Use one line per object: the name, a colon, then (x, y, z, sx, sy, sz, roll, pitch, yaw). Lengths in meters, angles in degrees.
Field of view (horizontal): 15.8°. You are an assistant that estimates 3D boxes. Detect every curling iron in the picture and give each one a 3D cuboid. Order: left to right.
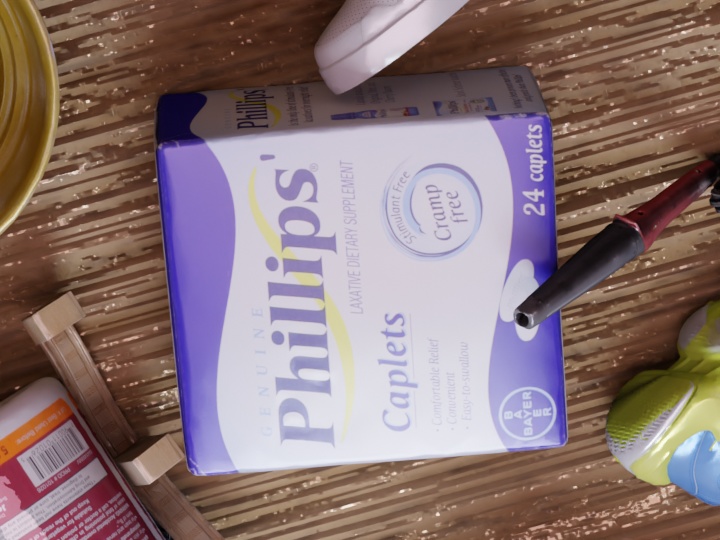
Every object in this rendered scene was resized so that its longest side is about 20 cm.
curling iron: (0.145, -0.021, 1.314, 0.200, 0.050, 0.026, -29, 105, -36)

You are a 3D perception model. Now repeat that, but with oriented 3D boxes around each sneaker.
sneaker: (0.027, -0.191, 1.293, 0.200, 0.074, 0.116, -44, 105, 1)
sneaker: (0.229, 0.050, 1.393, 0.200, 0.076, 0.105, -42, 119, 18)

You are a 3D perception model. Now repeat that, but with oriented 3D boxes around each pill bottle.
pill bottle: (-0.152, 0.165, 1.358, 0.109, 0.110, 0.200, -33, 93, 8)

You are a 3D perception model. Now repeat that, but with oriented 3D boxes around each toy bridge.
toy bridge: (-0.114, 0.101, 1.380, 0.027, 0.067, 0.200, -37, 97, -19)

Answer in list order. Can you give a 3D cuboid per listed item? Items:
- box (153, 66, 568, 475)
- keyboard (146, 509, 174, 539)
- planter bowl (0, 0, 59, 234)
box: (0.000, 0.000, 1.336, 0.199, 0.105, 0.184, -5, 109, -1)
keyboard: (-0.190, 0.179, 1.420, 0.199, 0.040, 0.104, 0, 109, -3)
planter bowl: (-0.248, -0.099, 1.296, 0.200, 0.083, 0.201, -1, 109, -3)
